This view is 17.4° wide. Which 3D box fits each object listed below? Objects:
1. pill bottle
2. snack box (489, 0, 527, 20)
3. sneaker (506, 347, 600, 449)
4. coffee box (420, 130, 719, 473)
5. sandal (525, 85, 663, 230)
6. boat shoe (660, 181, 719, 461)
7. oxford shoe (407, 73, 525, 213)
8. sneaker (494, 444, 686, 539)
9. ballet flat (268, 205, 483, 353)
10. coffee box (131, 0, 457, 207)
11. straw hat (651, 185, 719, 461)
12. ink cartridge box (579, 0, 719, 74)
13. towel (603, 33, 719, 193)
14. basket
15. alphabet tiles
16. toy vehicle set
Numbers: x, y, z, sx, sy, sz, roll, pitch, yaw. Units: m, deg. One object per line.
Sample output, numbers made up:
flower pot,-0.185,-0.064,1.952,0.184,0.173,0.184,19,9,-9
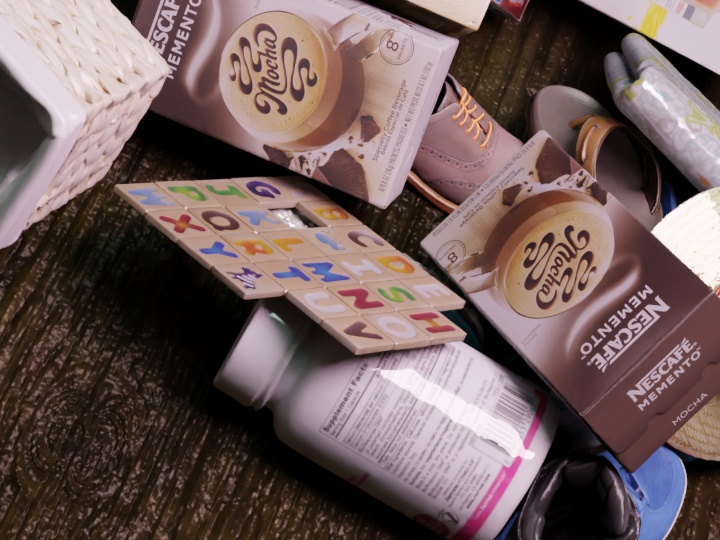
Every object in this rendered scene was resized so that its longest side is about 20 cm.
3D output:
pill bottle,0.015,0.081,1.484,0.199,0.114,0.114,31,51,-3
snack box,0.057,-0.220,1.668,0.072,0.024,0.200,25,3,22
sneaker,0.152,0.043,1.613,0.087,0.075,0.201,52,36,-28
coffee box,0.142,0.016,1.486,0.113,0.080,0.200,-43,45,1
sandal,0.171,-0.068,1.617,0.081,0.055,0.201,11,36,-19
boat shoe,0.233,0.038,1.645,0.068,0.084,0.202,4,73,-18
oxford shoe,0.065,-0.091,1.647,0.199,0.073,0.072,20,53,-14
sneaker,0.157,0.150,1.503,0.199,0.111,0.077,-28,72,-36
ballet flat,0.000,0.000,1.563,0.199,0.072,0.072,29,51,-2
coffee box,-0.051,-0.134,1.558,0.199,0.114,0.080,22,13,6
straw hat,0.273,0.039,1.538,0.200,0.085,0.203,-4,100,-20
ink cartridge box,0.222,-0.237,1.781,0.199,0.084,0.145,28,23,-6
towel,0.243,-0.087,1.671,0.171,0.048,0.200,42,11,-8
basket,-0.237,-0.134,1.495,0.200,0.136,0.123,47,39,11
alphabet tiles,-0.033,-0.006,1.463,0.167,0.008,0.200,-5,34,-47
toy vehicle set,0.017,-0.197,1.632,0.124,0.200,0.027,23,91,-6
